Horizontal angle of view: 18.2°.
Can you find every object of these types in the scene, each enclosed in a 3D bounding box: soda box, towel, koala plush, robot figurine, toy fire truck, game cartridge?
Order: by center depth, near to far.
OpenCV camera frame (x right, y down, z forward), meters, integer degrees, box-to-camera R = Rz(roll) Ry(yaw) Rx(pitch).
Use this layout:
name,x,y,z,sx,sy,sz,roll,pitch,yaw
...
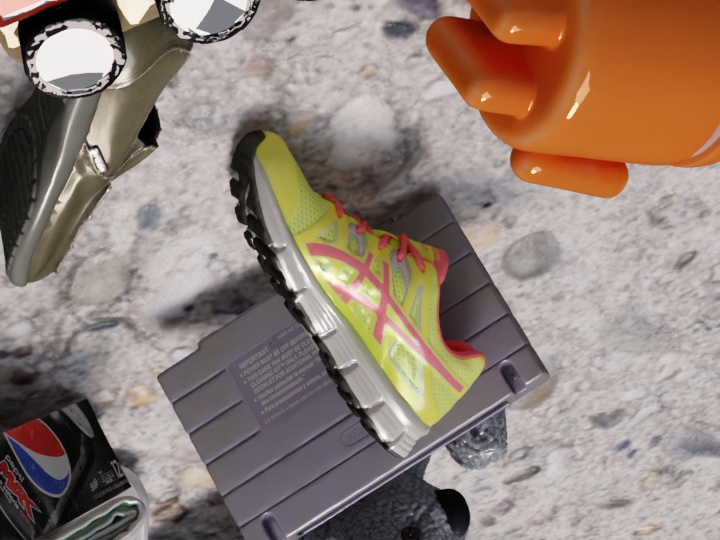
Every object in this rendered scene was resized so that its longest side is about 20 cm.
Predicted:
name,x,y,z,sx,sy,sz,roll,pitch,yaw
toy fire truck,-0.102,-0.182,0.933,0.175,0.129,0.201,-21,136,5
robot figurine,0.134,-0.114,1.139,0.198,0.145,0.116,4,176,-31
soda box,-0.206,0.130,1.292,0.070,0.064,0.200,-29,178,16
game cartridge,-0.006,0.060,1.298,0.199,0.130,0.038,-32,162,6
towel,-0.207,0.207,1.336,0.148,0.031,0.200,-27,166,-29
koala plush,0.004,0.156,1.392,0.183,0.201,0.177,-31,146,19

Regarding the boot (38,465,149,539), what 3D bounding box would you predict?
name,x,y,z,sx,sy,sz,roll,pitch,yaw
boot,-0.177,0.202,1.502,0.073,0.096,0.201,23,113,6

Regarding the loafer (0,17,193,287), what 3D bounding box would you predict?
name,x,y,z,sx,sy,sz,roll,pitch,yaw
loafer,-0.132,-0.062,1.119,0.069,0.076,0.200,5,141,-25

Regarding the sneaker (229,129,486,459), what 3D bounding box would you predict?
name,x,y,z,sx,sy,sz,roll,pitch,yaw
sneaker,0.000,0.000,1.232,0.090,0.078,0.201,-33,111,-5
